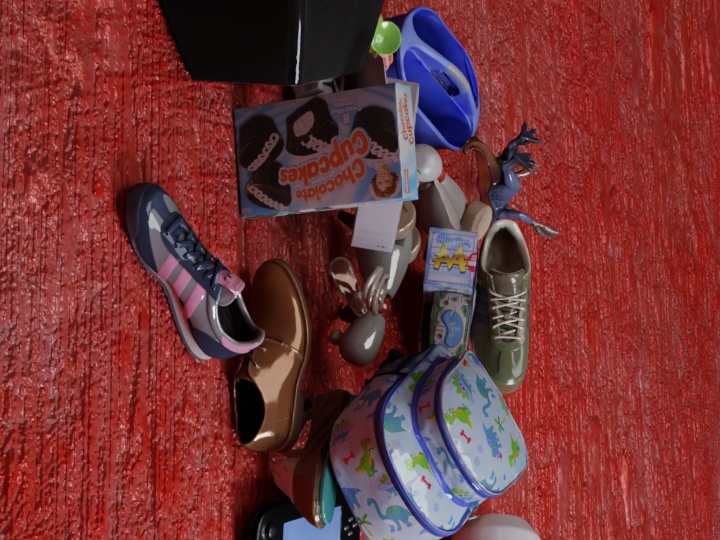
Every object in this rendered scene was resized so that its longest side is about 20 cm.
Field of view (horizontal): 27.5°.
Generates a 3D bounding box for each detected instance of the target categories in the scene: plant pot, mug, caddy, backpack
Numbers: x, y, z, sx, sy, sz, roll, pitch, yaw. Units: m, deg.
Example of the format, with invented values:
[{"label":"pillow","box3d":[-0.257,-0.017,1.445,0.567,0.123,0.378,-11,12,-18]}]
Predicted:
[{"label":"plant pot","box3d":[-0.087,-0.283,1.481,0.200,0.198,0.179,-23,116,-56]},{"label":"mug","box3d":[0.160,0.396,1.842,0.148,0.187,0.154,14,60,-22]},{"label":"caddy","box3d":[0.080,-0.231,1.799,0.200,0.104,0.142,43,52,-47]},{"label":"backpack","box3d":[0.070,0.184,1.534,0.200,0.146,0.184,-37,101,-53]}]

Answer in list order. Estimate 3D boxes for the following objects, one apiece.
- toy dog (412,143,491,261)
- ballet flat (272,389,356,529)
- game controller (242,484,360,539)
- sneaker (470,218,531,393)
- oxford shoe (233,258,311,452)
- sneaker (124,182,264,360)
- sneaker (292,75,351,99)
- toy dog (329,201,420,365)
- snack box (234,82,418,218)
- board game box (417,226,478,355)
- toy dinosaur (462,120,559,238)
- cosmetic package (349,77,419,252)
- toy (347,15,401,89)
[{"label":"toy dog","box3d":[0.081,-0.076,1.777,0.200,0.131,0.097,37,76,-44]},{"label":"ballet flat","box3d":[-0.052,0.197,1.547,0.201,0.072,0.068,-75,161,-52]},{"label":"game controller","box3d":[-0.058,0.290,1.567,0.199,0.042,0.105,-4,89,-57]},{"label":"sneaker","box3d":[0.163,0.032,1.695,0.090,0.066,0.202,91,0,-64]},{"label":"oxford shoe","box3d":[-0.097,0.086,1.511,0.071,0.071,0.202,7,81,-53]},{"label":"sneaker","box3d":[-0.154,-0.002,1.419,0.070,0.082,0.201,-57,132,-44]},{"label":"sneaker","box3d":[-0.039,-0.166,1.637,0.090,0.066,0.202,17,68,-54]},{"label":"toy dog","box3d":[0.000,0.000,1.652,0.201,0.096,0.133,-63,161,-45]},{"label":"snack box","box3d":[-0.037,-0.121,1.511,0.037,0.199,0.117,-1,86,-59]},{"label":"board game box","box3d":[0.103,0.047,1.748,0.200,0.061,0.201,85,13,-59]},{"label":"toy dinosaur","box3d":[0.175,-0.114,1.929,0.199,0.182,0.106,15,50,-23]},{"label":"cosmetic package","box3d":[0.028,-0.119,1.610,0.201,0.050,0.083,-80,179,-46]},{"label":"toy","box3d":[0.010,-0.254,1.633,0.200,0.047,0.116,-151,-130,-77]}]
